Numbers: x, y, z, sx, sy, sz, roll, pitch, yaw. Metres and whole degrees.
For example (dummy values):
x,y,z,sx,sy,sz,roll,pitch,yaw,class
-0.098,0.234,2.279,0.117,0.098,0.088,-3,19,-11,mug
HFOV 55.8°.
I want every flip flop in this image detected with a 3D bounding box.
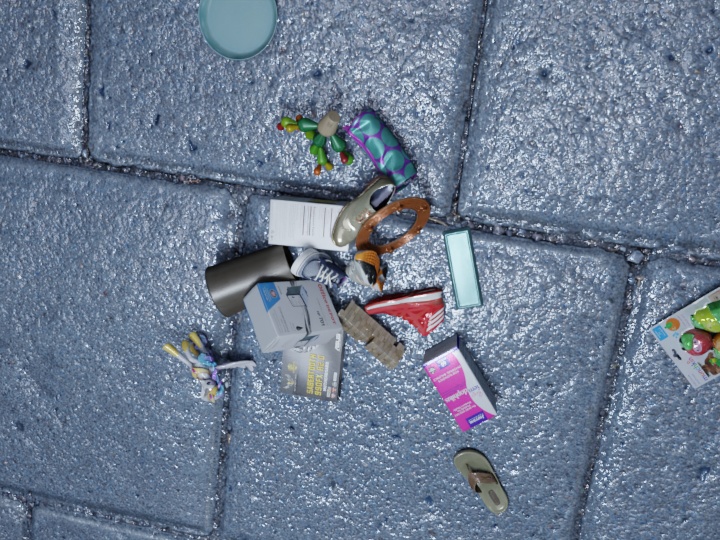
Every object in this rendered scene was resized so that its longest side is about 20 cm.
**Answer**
x,y,z,sx,sy,sz,roll,pitch,yaw,class
0.313,0.547,1.749,0.081,0.058,0.201,-32,95,15,flip flop

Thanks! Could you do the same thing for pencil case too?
x,y,z,sx,sy,sz,roll,pitch,yaw,class
0.050,-0.280,1.609,0.092,0.085,0.201,-37,93,-20,pencil case

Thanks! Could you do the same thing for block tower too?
x,y,z,sx,sy,sz,roll,pitch,yaw,class
0.023,0.161,1.707,0.200,0.058,0.054,40,147,-5,block tower

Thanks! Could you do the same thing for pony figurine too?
x,y,z,sx,sy,sz,roll,pitch,yaw,class
-0.395,0.257,1.767,0.167,0.193,0.200,-46,72,12,pony figurine

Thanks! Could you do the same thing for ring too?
x,y,z,sx,sy,sz,roll,pitch,yaw,class
0.080,-0.097,1.594,0.200,0.200,0.019,-37,62,15,ring

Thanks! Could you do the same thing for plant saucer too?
x,y,z,sx,sy,sz,roll,pitch,yaw,class
-0.292,-0.610,1.634,0.198,0.027,0.202,2,102,9,plant saucer
0.252,-0.003,1.667,0.069,0.019,0.202,-10,101,12,plant saucer

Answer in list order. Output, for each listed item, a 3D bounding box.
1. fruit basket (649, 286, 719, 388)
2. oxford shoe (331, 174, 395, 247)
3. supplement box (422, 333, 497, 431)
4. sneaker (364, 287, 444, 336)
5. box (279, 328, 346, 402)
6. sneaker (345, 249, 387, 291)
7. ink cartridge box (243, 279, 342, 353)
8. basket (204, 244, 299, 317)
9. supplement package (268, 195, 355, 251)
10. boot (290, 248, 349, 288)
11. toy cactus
x,y,z,sx,sy,sz,roll,pitch,yaw,class
0.806,0.155,1.562,0.199,0.094,0.186,-37,93,18,fruit basket
0.005,-0.134,1.553,0.071,0.074,0.201,36,95,-18,oxford shoe
0.247,0.277,1.683,0.101,0.103,0.201,-31,97,14,supplement box
0.114,0.116,1.686,0.198,0.078,0.117,-10,98,13,sneaker
-0.123,0.230,1.767,0.157,0.048,0.202,8,103,8,box
0.000,0.000,1.629,0.091,0.200,0.076,11,74,17,sneaker
-0.161,0.106,1.635,0.086,0.199,0.147,-44,62,41,ink cartridge box
-0.263,0.017,1.697,0.198,0.180,0.137,-22,87,4,basket
-0.113,-0.117,1.659,0.198,0.114,0.111,6,102,7,supplement package
-0.090,0.001,1.630,0.090,0.200,0.073,37,103,13,boot
-0.097,-0.316,1.600,0.199,0.103,0.165,38,149,-5,toy cactus
